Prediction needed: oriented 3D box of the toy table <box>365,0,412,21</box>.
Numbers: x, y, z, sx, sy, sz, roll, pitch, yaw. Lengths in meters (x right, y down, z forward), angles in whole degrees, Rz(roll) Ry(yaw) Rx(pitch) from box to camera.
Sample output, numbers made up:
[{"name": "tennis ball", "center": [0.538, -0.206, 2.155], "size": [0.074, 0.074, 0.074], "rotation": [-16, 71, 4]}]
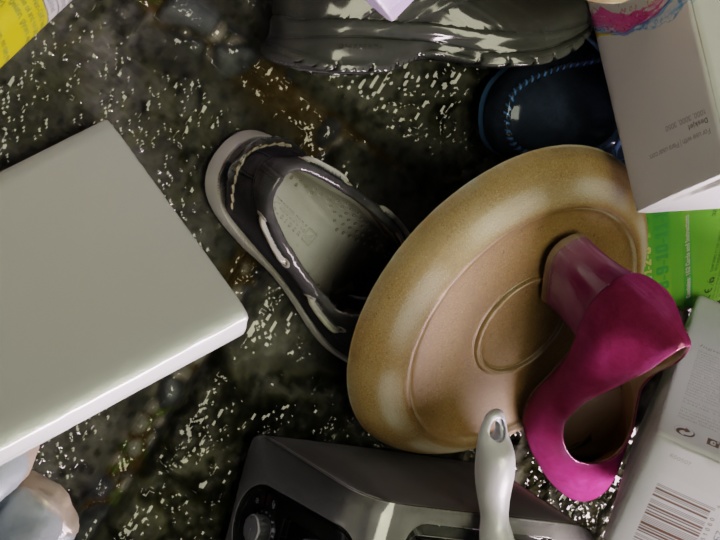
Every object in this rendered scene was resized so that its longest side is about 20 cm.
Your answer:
[{"name": "toy table", "center": [-0.018, -0.232, 1.330], "size": [0.117, 0.184, 0.200], "rotation": [-47, 111, 1]}]

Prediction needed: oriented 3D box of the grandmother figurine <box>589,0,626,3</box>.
[{"name": "grandmother figurine", "center": [0.116, -0.231, 1.372], "size": [0.120, 0.061, 0.201], "rotation": [3, 124, 4]}]

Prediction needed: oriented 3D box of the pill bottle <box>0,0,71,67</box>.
[{"name": "pill bottle", "center": [-0.178, -0.160, 1.277], "size": [0.200, 0.114, 0.114], "rotation": [-45, 123, -13]}]

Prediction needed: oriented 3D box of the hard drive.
[{"name": "hard drive", "center": [-0.173, 0.021, 1.335], "size": [0.199, 0.132, 0.026], "rotation": [-28, 157, -23]}]

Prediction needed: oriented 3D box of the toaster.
[{"name": "toaster", "center": [0.020, 0.197, 1.506], "size": [0.199, 0.119, 0.182], "rotation": [10, 99, -34]}]

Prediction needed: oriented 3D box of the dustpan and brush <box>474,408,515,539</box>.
[{"name": "dustpan and brush", "center": [0.075, 0.171, 1.437], "size": [0.139, 0.057, 0.201], "rotation": [-11, 117, -31]}]

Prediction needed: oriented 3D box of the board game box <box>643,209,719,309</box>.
[{"name": "board game box", "center": [0.147, -0.014, 1.565], "size": [0.199, 0.030, 0.096], "rotation": [-14, 128, -31]}]

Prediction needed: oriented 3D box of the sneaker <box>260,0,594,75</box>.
[{"name": "sneaker", "center": [0.042, -0.149, 1.447], "size": [0.199, 0.076, 0.091], "rotation": [-5, 99, -34]}]

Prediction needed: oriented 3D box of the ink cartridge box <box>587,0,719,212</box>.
[{"name": "ink cartridge box", "center": [0.200, -0.136, 1.482], "size": [0.144, 0.085, 0.201], "rotation": [-4, 76, -38]}]

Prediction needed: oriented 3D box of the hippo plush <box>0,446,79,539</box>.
[{"name": "hippo plush", "center": [-0.202, 0.148, 1.325], "size": [0.199, 0.161, 0.160], "rotation": [-2, 105, -32]}]

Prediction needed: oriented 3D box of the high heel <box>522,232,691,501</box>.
[{"name": "high heel", "center": [0.141, 0.075, 1.495], "size": [0.067, 0.096, 0.201], "rotation": [-24, 138, -25]}]

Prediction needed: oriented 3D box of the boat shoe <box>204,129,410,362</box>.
[{"name": "boat shoe", "center": [0.000, 0.000, 1.469], "size": [0.074, 0.060, 0.200], "rotation": [-49, 124, -11]}]

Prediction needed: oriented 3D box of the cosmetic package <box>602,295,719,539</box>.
[{"name": "cosmetic package", "center": [0.188, 0.102, 1.528], "size": [0.074, 0.200, 0.102], "rotation": [24, 116, 5]}]

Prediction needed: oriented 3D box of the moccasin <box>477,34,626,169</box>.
[{"name": "moccasin", "center": [0.160, -0.098, 1.536], "size": [0.199, 0.068, 0.081], "rotation": [-13, 111, -29]}]

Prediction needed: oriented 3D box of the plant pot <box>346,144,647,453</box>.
[{"name": "plant pot", "center": [0.082, 0.024, 1.493], "size": [0.199, 0.027, 0.201], "rotation": [-26, 139, -25]}]
